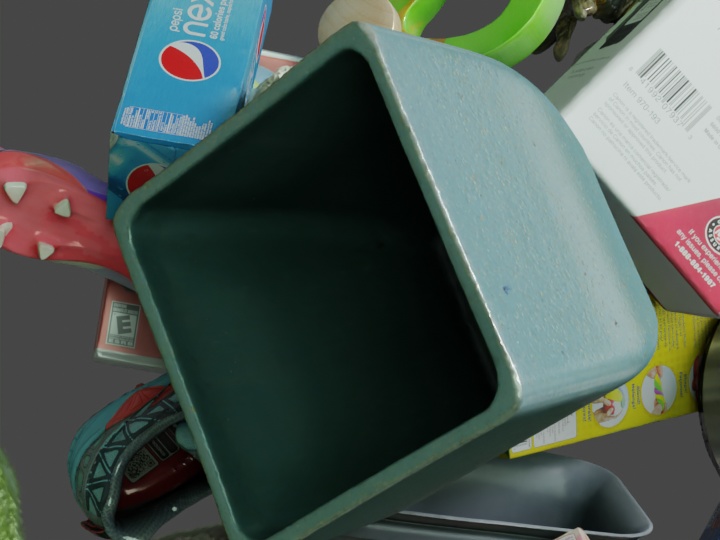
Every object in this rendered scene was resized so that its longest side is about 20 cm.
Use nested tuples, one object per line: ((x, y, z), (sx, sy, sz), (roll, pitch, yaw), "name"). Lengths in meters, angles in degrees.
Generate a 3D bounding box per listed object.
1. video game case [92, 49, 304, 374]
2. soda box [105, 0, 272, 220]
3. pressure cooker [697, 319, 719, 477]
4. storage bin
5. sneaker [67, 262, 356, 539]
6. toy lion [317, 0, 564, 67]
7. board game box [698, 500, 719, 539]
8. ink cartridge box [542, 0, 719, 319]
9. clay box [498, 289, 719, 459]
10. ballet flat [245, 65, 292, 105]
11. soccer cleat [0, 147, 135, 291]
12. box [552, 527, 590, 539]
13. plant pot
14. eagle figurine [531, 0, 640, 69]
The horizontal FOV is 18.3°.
((-0.071, -0.033, 1.309), (0.142, 0.017, 0.201), (10, 76, -11), "video game case")
((-0.091, -0.114, 1.244), (0.064, 0.068, 0.201), (11, 46, 0), "soda box")
((0.298, 0.069, 1.237), (0.178, 0.200, 0.177), (14, 79, -17), "pressure cooker")
((0.041, 0.173, 1.243), (0.199, 0.146, 0.135), (9, 104, -12), "storage bin")
((-0.071, 0.079, 1.214), (0.200, 0.096, 0.079), (-44, 114, 8), "sneaker")
((0.077, -0.206, 1.299), (0.191, 0.069, 0.201), (-5, 68, 20), "toy lion")
((0.305, 0.124, 1.357), (0.135, 0.034, 0.200), (34, 73, -5), "board game box")
((0.207, -0.095, 1.233), (0.200, 0.083, 0.145), (-44, 100, -9), "ink cartridge box")
((0.143, 0.033, 1.294), (0.199, 0.047, 0.116), (-10, 99, -37), "clay box")
((-0.028, -0.078, 1.232), (0.071, 0.200, 0.072), (-1, 87, 22), "ballet flat")
((-0.127, -0.018, 1.254), (0.199, 0.077, 0.067), (21, 112, -22), "soccer cleat")
((0.061, 0.239, 1.154), (0.199, 0.095, 0.103), (-30, 120, 8), "box")
((0.034, 0.011, 1.114), (0.199, 0.195, 0.197), (-3, 66, -50), "plant pot")
((0.203, -0.181, 1.335), (0.199, 0.151, 0.153), (-12, 84, -17), "eagle figurine")
